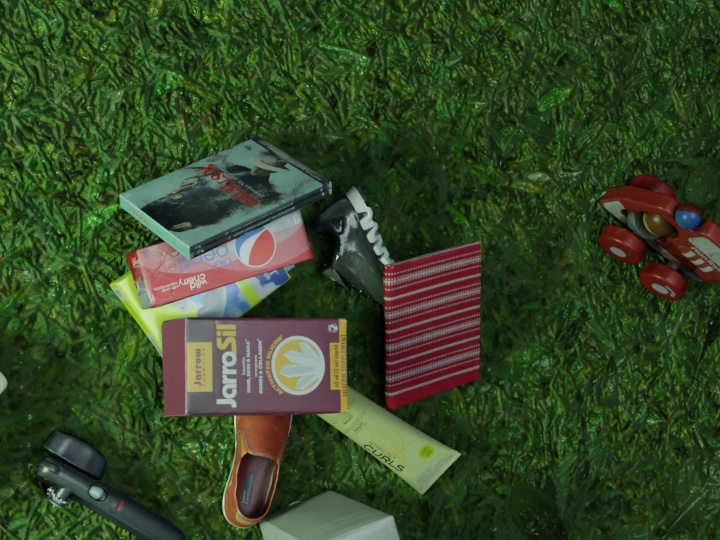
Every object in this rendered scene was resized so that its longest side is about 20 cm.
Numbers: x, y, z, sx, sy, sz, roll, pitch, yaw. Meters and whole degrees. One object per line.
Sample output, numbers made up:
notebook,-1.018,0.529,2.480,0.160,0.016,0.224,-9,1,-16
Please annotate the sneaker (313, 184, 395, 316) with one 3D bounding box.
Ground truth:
sneaker,0.000,0.000,1.549,0.090,0.066,0.201,-26,106,-5

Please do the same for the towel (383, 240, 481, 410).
towel,0.088,0.069,1.554,0.144,0.022,0.201,-16,118,-29

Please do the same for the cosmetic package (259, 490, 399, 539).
cosmetic package,-0.034,0.321,1.447,0.106,0.200,0.091,-17,93,-20

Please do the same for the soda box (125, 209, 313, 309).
soda box,-0.160,-0.017,1.430,0.199,0.063,0.070,-18,94,-23

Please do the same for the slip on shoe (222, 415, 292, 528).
slip on shoe,-0.118,0.208,1.491,0.074,0.061,0.201,15,81,-20

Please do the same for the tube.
tube,0.028,0.203,1.556,0.200,0.058,0.052,37,58,-19

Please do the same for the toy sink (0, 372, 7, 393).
toy sink,-0.477,0.152,1.315,0.130,0.112,0.200,46,72,-15

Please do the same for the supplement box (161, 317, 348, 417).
supplement box,-0.120,0.110,1.430,0.199,0.086,0.111,1,83,-26

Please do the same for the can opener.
can opener,-0.282,0.262,1.418,0.200,0.063,0.079,38,74,-16

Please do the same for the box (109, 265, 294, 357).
box,-0.179,0.006,1.481,0.200,0.048,0.122,-38,102,-19

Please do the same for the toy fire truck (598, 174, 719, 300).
toy fire truck,0.425,-0.048,1.669,0.200,0.168,0.112,38,74,-17

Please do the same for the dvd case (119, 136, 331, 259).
dvd case,-0.154,-0.087,1.434,0.200,0.146,0.022,-26,132,-31
